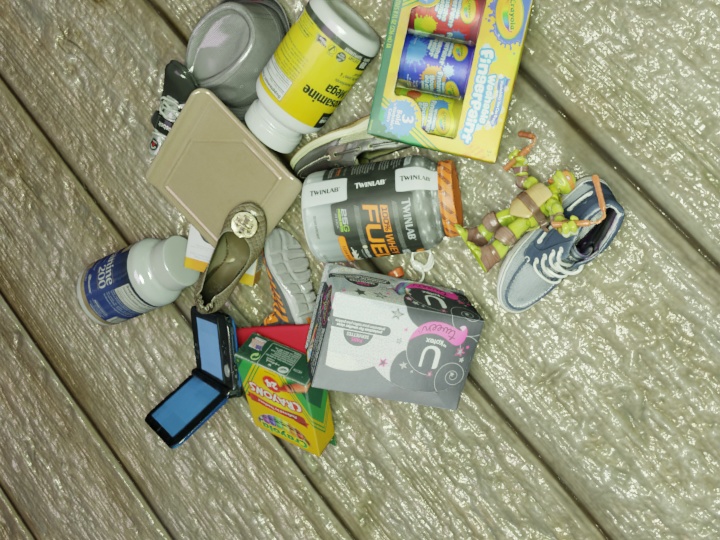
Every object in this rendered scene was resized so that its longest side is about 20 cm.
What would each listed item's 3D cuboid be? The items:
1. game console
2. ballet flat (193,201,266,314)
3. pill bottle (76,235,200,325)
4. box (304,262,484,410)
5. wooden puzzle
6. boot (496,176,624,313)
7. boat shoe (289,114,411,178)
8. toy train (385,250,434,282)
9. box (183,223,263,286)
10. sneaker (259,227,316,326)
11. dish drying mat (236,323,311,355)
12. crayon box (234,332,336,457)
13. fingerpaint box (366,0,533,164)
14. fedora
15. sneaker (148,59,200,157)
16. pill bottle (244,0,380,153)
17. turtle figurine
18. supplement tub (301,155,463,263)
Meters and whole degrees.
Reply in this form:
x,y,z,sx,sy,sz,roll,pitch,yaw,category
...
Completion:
x,y,z,sx,sy,sz,roll,pitch,yaw,category
-0.266,0.154,1.118,0.199,0.116,0.175,5,102,61,game console
-0.193,-0.011,1.048,0.067,0.046,0.201,36,120,1,ballet flat
-0.361,0.013,1.196,0.197,0.110,0.113,-19,89,29,pill bottle
0.040,0.084,0.940,0.196,0.115,0.135,11,107,-14,box
-0.196,-0.129,1.046,0.200,0.037,0.185,43,123,0,wooden puzzle
0.233,-0.017,0.876,0.072,0.091,0.202,28,113,-8,boot
-0.010,-0.163,1.002,0.197,0.073,0.066,-22,83,29,boat shoe
0.000,0.000,1.033,0.197,0.055,0.153,17,106,25,toy train
-0.197,-0.089,1.116,0.117,0.041,0.204,15,104,7,box
-0.122,0.044,1.095,0.112,0.077,0.203,-36,68,42,sneaker
-0.121,0.115,1.066,0.198,0.018,0.078,-6,116,44,dish drying mat
-0.105,0.194,1.072,0.125,0.051,0.202,18,138,25,crayon box
0.110,-0.248,0.893,0.164,0.073,0.204,15,99,10,fingerpaint box
-0.191,-0.314,1.063,0.198,0.090,0.179,-30,84,29,fedora
-0.273,-0.207,1.075,0.074,0.088,0.202,33,143,26,sneaker
-0.071,-0.263,0.996,0.113,0.112,0.200,48,117,13,pill bottle
0.192,-0.076,0.866,0.160,0.064,0.201,-35,43,9,turtle figurine
0.031,-0.081,0.953,0.196,0.122,0.125,-8,95,15,supplement tub
